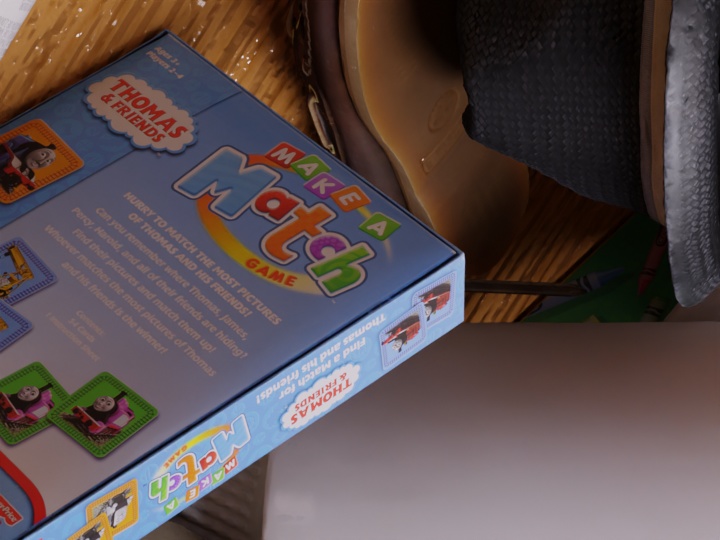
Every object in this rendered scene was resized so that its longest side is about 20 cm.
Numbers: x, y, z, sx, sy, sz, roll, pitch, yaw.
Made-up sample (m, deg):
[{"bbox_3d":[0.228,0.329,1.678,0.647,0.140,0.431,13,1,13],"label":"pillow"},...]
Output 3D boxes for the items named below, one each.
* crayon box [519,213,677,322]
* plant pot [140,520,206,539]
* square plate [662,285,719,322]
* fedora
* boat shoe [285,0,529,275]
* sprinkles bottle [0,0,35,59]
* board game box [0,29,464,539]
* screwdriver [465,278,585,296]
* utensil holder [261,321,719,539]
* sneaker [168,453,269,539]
[{"bbox_3d":[0.103,0.066,1.205,0.200,0.058,0.119,-42,144,-15],"label":"crayon box"},{"bbox_3d":[-0.097,0.213,0.922,0.186,0.200,0.188,-9,129,-11],"label":"plant pot"},{"bbox_3d":[0.185,-0.012,1.074,0.198,0.028,0.200,-28,160,-48],"label":"square plate"},{"bbox_3d":[0.081,-0.084,0.904,0.201,0.091,0.202,4,90,-77],"label":"fedora"},{"bbox_3d":[0.006,-0.072,0.961,0.070,0.070,0.200,-47,148,-23],"label":"boat shoe"},{"bbox_3d":[-0.131,-0.079,0.799,0.068,0.068,0.201,22,102,-54],"label":"sprinkles bottle"},{"bbox_3d":[-0.090,0.015,0.856,0.200,0.151,0.037,-33,142,-26],"label":"board game box"},{"bbox_3d":[0.000,0.000,1.016,0.199,0.029,0.028,-3,168,-31],"label":"screwdriver"},{"bbox_3d":[0.079,0.100,0.976,0.170,0.199,0.171,-1,90,-78],"label":"utensil holder"},{"bbox_3d":[-0.054,0.068,1.010,0.080,0.078,0.201,-77,162,-48],"label":"sneaker"}]
